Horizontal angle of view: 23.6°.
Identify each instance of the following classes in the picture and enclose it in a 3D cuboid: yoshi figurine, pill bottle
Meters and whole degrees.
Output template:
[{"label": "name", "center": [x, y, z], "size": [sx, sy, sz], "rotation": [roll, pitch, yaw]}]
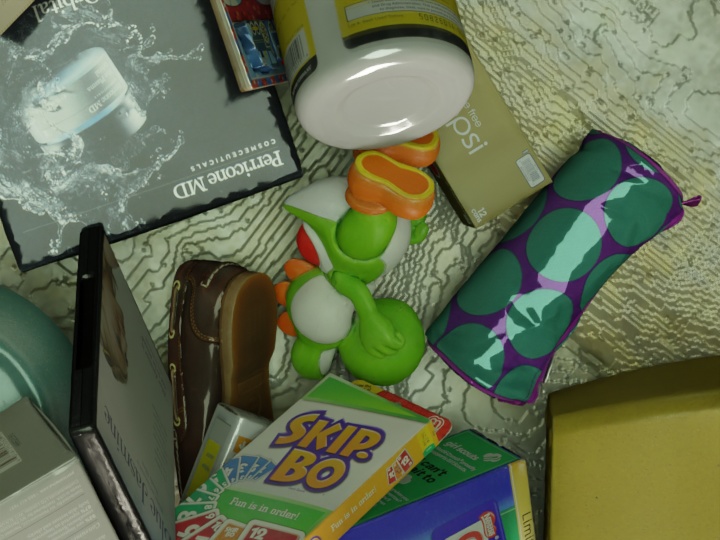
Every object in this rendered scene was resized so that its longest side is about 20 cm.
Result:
[{"label": "yoshi figurine", "center": [0.015, 0.002, 1.151], "size": [0.112, 0.112, 0.200], "rotation": [-15, 140, -35]}, {"label": "pill bottle", "center": [-0.003, -0.185, 1.072], "size": [0.112, 0.112, 0.200], "rotation": [-11, 65, -4]}]

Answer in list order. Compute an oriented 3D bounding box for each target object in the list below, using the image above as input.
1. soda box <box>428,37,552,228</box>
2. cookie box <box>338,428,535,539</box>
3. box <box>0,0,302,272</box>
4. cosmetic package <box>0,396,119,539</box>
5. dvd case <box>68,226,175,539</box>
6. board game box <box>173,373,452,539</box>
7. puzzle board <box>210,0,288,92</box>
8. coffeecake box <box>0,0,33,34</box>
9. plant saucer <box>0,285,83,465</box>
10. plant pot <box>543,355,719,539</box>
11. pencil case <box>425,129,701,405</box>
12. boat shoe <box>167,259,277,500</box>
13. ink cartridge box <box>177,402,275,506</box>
[{"label": "soda box", "center": [0.050, -0.129, 1.184], "size": [0.064, 0.068, 0.200], "rotation": [-31, 95, -2]}, {"label": "cookie box", "center": [0.019, 0.219, 1.143], "size": [0.200, 0.075, 0.171], "rotation": [-20, 114, -24]}, {"label": "box", "center": [-0.161, -0.125, 1.143], "size": [0.197, 0.117, 0.200], "rotation": [-19, 96, -3]}, {"label": "cosmetic package", "center": [-0.173, 0.189, 0.997], "size": [0.090, 0.107, 0.200], "rotation": [-32, 118, -16]}, {"label": "dvd case", "center": [-0.142, 0.083, 1.045], "size": [0.018, 0.200, 0.143], "rotation": [-15, 125, 4]}, {"label": "board game box", "center": [-0.040, 0.135, 1.076], "size": [0.200, 0.096, 0.030], "rotation": [-38, 130, -30]}, {"label": "puzzle board", "center": [-0.067, -0.194, 1.107], "size": [0.017, 0.200, 0.151], "rotation": [-17, 95, 14]}, {"label": "coffeecake box", "center": [-0.260, -0.248, 1.075], "size": [0.200, 0.073, 0.154], "rotation": [24, 62, 27]}, {"label": "plant saucer", "center": [-0.259, 0.100, 1.041], "size": [0.200, 0.036, 0.200], "rotation": [0, 90, -7]}, {"label": "plant pot", "center": [0.212, 0.160, 1.162], "size": [0.176, 0.200, 0.200], "rotation": [1, 94, 5]}, {"label": "pencil case", "center": [0.138, 0.000, 1.191], "size": [0.092, 0.085, 0.200], "rotation": [38, 90, 9]}, {"label": "boat shoe", "center": [-0.101, 0.091, 1.190], "size": [0.070, 0.070, 0.200], "rotation": [11, 100, 31]}, {"label": "ink cartridge box", "center": [-0.044, 0.213, 1.177], "size": [0.198, 0.047, 0.200], "rotation": [22, 93, -31]}]
